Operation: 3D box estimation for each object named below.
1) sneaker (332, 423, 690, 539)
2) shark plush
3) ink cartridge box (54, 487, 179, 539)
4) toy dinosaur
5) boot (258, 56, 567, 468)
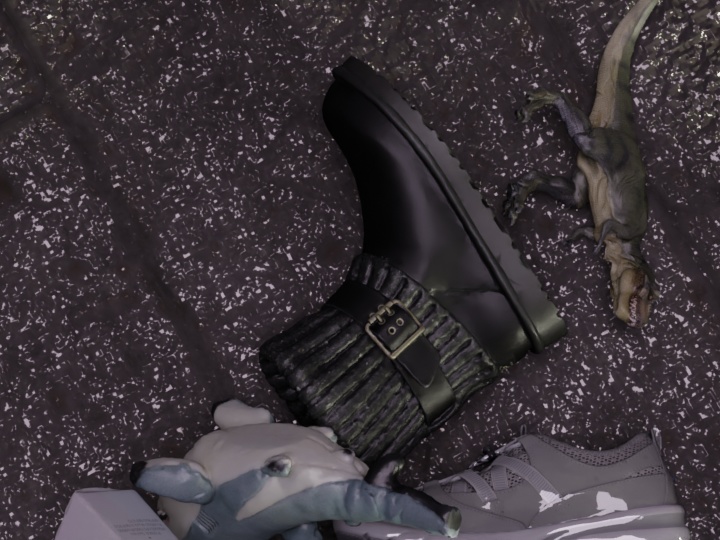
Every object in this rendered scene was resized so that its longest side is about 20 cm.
[{"bbox_3d":[0.083,0.129,1.396,0.200,0.075,0.082,-2,69,-7],"label":"sneaker"},{"bbox_3d":[-0.028,0.123,1.350,0.200,0.091,0.083,-4,111,25],"label":"shark plush"},{"bbox_3d":[-0.110,0.236,1.304,0.200,0.057,0.163,45,120,40],"label":"ink cartridge box"},{"bbox_3d":[0.130,-0.065,1.423,0.088,0.047,0.200,3,82,-14],"label":"toy dinosaur"},{"bbox_3d":[0.000,0.000,1.397,0.158,0.079,0.211,-34,85,-4],"label":"boot"}]
